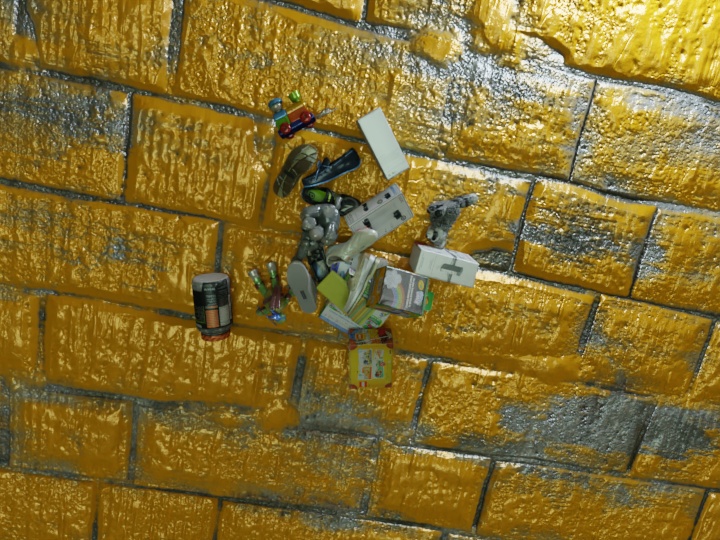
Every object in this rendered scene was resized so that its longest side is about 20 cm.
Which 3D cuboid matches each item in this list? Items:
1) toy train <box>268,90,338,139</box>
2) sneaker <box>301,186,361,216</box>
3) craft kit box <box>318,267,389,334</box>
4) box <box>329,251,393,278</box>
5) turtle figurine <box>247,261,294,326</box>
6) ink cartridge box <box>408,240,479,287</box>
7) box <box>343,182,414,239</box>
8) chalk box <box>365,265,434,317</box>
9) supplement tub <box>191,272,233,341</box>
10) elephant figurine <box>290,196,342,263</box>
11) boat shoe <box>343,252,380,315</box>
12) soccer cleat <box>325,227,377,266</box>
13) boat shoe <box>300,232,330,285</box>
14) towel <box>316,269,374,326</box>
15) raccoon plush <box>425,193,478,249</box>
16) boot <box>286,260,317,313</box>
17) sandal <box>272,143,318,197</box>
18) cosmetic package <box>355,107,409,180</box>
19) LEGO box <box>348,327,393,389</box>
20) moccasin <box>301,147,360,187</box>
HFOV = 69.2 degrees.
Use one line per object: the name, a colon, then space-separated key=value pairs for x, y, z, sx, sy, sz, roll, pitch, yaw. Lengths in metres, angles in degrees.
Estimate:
toy train: x=-0.177 y=-0.496 z=1.588 sx=0.197 sy=0.085 sz=0.117 roll=-27 pitch=90 yaw=4
sneaker: x=-0.094 y=-0.218 z=1.651 sx=0.196 sy=0.083 sz=0.072 roll=16 pitch=92 yaw=-7
craft kit box: x=-0.008 y=0.123 z=1.737 sx=0.198 sy=0.049 sz=0.199 roll=31 pitch=115 yaw=-13
box: x=0.000 y=0.000 z=1.734 sx=0.196 sy=0.042 sz=0.121 roll=18 pitch=103 yaw=-5
turtle figurine: x=-0.286 y=0.083 z=1.723 sx=0.142 sy=0.199 sz=0.197 roll=-26 pitch=84 yaw=26
ink cartridge box: x=0.266 y=-0.021 z=1.686 sx=0.196 sy=0.144 sz=0.085 roll=15 pitch=103 yaw=-7
box: x=0.058 y=-0.172 z=1.659 sx=0.198 sy=0.061 sz=0.117 roll=-33 pitch=134 yaw=5
chalk box: x=0.135 y=0.076 z=1.648 sx=0.196 sy=0.124 sz=0.127 roll=17 pitch=77 yaw=-17
supplement tub: x=-0.479 y=0.119 z=1.696 sx=0.120 sy=0.123 sz=0.205 roll=-1 pitch=104 yaw=-2
elephant figurine: x=-0.139 y=-0.116 z=1.625 sx=0.152 sy=0.200 sz=0.144 roll=-3 pitch=68 yaw=-16
boat shoe: x=-0.010 y=0.039 z=1.640 sx=0.067 sy=0.075 sz=0.203 roll=27 pitch=95 yaw=1
soccer cleat: x=-0.027 y=-0.068 z=1.626 sx=0.198 sy=0.079 sz=0.069 roll=-22 pitch=134 yaw=33
boat shoe: x=-0.141 y=-0.039 z=1.707 sx=0.067 sy=0.057 sz=0.204 roll=-20 pitch=103 yaw=2
towel: x=-0.044 y=0.089 z=1.692 sx=0.199 sy=0.018 sz=0.086 roll=42 pitch=104 yaw=-15
raccoon plush: x=0.299 y=-0.154 z=1.688 sx=0.196 sy=0.097 sz=0.137 roll=-13 pitch=112 yaw=0
boot: x=-0.186 y=0.034 z=1.683 sx=0.072 sy=0.096 sz=0.203 roll=-8 pitch=125 yaw=5
sandal: x=-0.206 y=-0.318 z=1.643 sx=0.080 sy=0.054 sz=0.201 roll=38 pitch=114 yaw=-5
cosmetic package: x=0.066 y=-0.389 z=1.607 sx=0.084 sy=0.108 sz=0.203 roll=-27 pitch=105 yaw=4
LEGO box: x=0.033 y=0.299 z=1.759 sx=0.145 sy=0.078 sz=0.204 roll=-1 pitch=123 yaw=-3
moccasin: x=-0.098 y=-0.325 z=1.636 sx=0.197 sy=0.080 sz=0.069 roll=-27 pitch=114 yaw=-10
